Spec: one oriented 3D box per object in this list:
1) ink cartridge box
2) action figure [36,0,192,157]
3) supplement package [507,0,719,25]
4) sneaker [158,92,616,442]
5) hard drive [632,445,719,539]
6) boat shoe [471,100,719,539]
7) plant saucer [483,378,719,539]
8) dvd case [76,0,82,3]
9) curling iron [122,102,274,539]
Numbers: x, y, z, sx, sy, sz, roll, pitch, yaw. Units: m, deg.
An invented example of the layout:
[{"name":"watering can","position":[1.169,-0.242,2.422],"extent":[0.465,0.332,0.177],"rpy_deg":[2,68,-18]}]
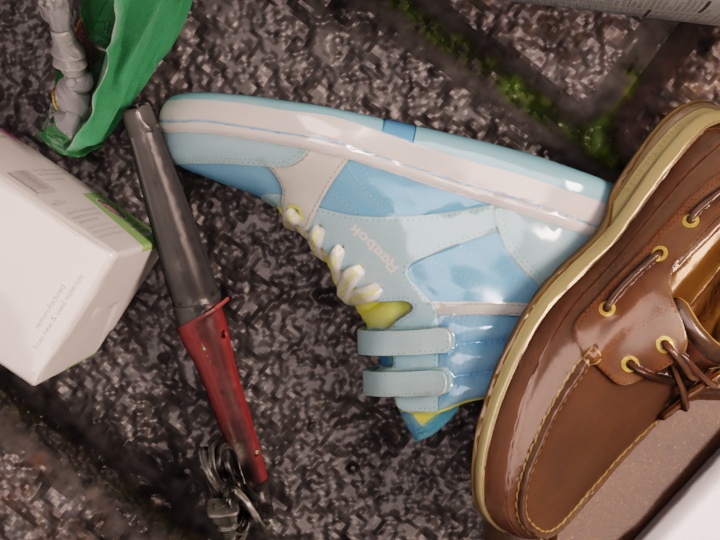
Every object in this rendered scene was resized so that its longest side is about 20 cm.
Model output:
[{"name":"ink cartridge box","position":[-0.190,-0.038,0.872],"extent":[0.200,0.117,0.067],"rpy_deg":[34,96,3]},{"name":"action figure","position":[-0.097,-0.114,0.849],"extent":[0.055,0.118,0.200],"rpy_deg":[28,134,-1]},{"name":"supplement package","position":[0.065,-0.186,0.822],"extent":[0.200,0.151,0.152],"rpy_deg":[7,95,5]},{"name":"sneaker","position":[0.000,0.000,0.877],"extent":[0.200,0.080,0.131],"rpy_deg":[14,93,5]},{"name":"hard drive","position":[0.143,0.183,0.869],"extent":[0.132,0.025,0.200],"rpy_deg":[42,96,2]},{"name":"boat shoe","position":[0.116,0.024,0.841],"extent":[0.068,0.072,0.200],"rpy_deg":[27,82,43]},{"name":"plant saucer","position":[0.153,0.122,0.894],"extent":[0.200,0.032,0.201],"rpy_deg":[0,93,6]},{"name":"dvd case","position":[-0.161,-0.218,0.871],"extent":[0.200,0.022,0.146],"rpy_deg":[32,124,-1]},{"name":"curling iron","position":[-0.068,0.025,0.885],"extent":[0.026,0.050,0.200],"rpy_deg":[-11,102,6]}]
